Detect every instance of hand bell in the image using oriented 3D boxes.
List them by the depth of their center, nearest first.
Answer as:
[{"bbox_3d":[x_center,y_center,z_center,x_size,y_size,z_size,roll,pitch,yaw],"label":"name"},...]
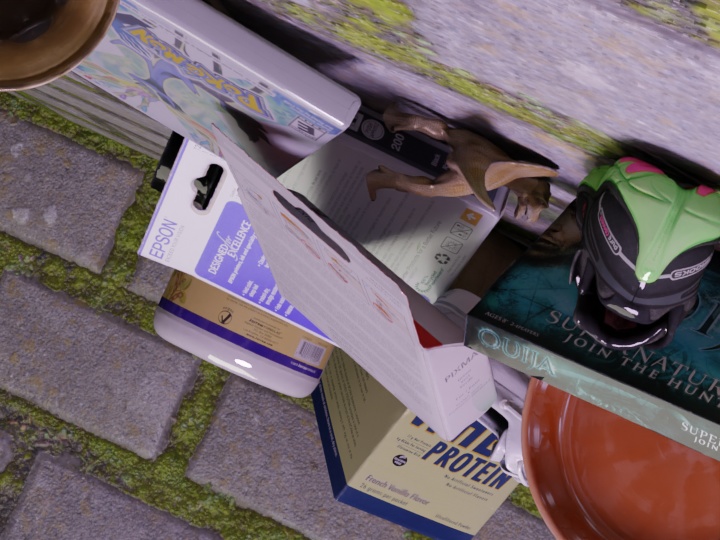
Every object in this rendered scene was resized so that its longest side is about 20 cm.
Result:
[{"bbox_3d":[-0.178,-0.140,0.750,0.104,0.104,0.200,25,180,-19],"label":"hand bell"}]

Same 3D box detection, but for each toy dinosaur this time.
[{"bbox_3d":[0.059,-0.061,0.883,0.101,0.058,0.200,9,-178,16],"label":"toy dinosaur"}]

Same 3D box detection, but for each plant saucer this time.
[{"bbox_3d":[0.194,0.094,0.922,0.200,0.200,0.032,24,174,24],"label":"plant saucer"}]

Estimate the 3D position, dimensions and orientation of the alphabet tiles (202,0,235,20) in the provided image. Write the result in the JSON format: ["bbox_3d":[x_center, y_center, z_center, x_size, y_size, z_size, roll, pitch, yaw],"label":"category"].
[{"bbox_3d":[-0.159,-0.177,0.888,0.200,0.008,0.167,25,179,10],"label":"alphabet tiles"}]

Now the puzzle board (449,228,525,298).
[{"bbox_3d":[0.123,0.035,1.238,0.151,0.017,0.200,38,-155,-1],"label":"puzzle board"}]

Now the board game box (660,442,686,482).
[{"bbox_3d":[0.277,0.099,1.003,0.200,0.135,0.034,26,171,-27],"label":"board game box"}]

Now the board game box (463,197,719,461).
[{"bbox_3d":[0.176,0.035,0.870,0.200,0.135,0.028,24,134,23],"label":"board game box"}]

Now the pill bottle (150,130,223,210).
[{"bbox_3d":[-0.044,-0.057,1.153,0.200,0.112,0.112,24,178,-6],"label":"pill bottle"}]

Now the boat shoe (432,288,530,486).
[{"bbox_3d":[0.108,0.099,1.009,0.200,0.069,0.072,46,162,6],"label":"boat shoe"}]

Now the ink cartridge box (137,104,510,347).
[{"bbox_3d":[-0.030,-0.035,1.049,0.200,0.043,0.198,25,141,-7],"label":"ink cartridge box"}]

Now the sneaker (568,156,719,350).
[{"bbox_3d":[0.130,-0.004,0.781,0.077,0.084,0.200,25,180,10],"label":"sneaker"}]

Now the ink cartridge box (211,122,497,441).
[{"bbox_3d":[0.000,0.000,0.918,0.161,0.050,0.200,41,163,27],"label":"ink cartridge box"}]

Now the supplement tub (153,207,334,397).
[{"bbox_3d":[-0.065,-0.014,1.280,0.145,0.200,0.145,24,178,1],"label":"supplement tub"}]

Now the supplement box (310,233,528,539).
[{"bbox_3d":[0.071,0.084,1.347,0.134,0.200,0.200,25,-155,-25],"label":"supplement box"}]

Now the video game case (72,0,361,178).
[{"bbox_3d":[-0.112,-0.118,0.879,0.200,0.022,0.182,30,166,-11],"label":"video game case"}]
